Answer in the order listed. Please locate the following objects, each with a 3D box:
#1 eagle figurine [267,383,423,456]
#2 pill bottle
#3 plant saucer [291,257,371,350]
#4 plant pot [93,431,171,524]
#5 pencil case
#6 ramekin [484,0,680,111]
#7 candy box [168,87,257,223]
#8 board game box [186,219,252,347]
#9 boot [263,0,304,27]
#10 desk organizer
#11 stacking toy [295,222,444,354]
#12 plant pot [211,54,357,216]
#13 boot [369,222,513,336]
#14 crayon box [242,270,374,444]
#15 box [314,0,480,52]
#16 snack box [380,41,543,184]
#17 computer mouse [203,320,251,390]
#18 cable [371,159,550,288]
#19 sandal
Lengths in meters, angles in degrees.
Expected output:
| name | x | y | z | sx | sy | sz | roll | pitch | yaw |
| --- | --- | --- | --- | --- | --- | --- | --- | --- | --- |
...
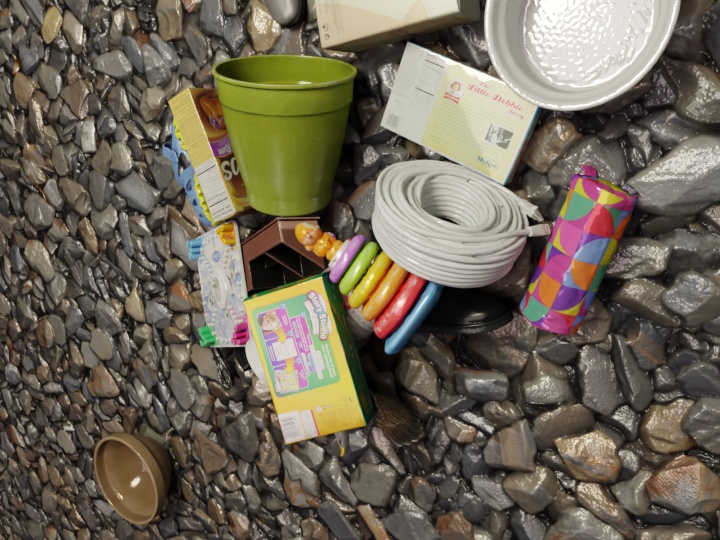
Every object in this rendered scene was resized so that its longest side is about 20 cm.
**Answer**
| name | x | y | z | sx | sy | sz | roll | pitch | yaw |
| --- | --- | --- | --- | --- | --- | --- | --- | --- | --- |
| eagle figurine | -0.015 | 0.209 | 0.900 | 0.197 | 0.151 | 0.154 | -19 | 95 | 31 |
| pill bottle | -0.068 | 0.084 | 0.856 | 0.199 | 0.114 | 0.115 | -38 | 83 | 14 |
| plant saucer | -0.067 | 0.053 | 0.951 | 0.197 | 0.050 | 0.204 | 9 | 108 | 28 |
| plant pot | -0.480 | 0.437 | 1.267 | 0.198 | 0.092 | 0.205 | 8 | 106 | 29 |
| pencil case | 0.268 | -0.021 | 0.719 | 0.087 | 0.088 | 0.203 | 26 | 112 | 21 |
| ramekin | 0.248 | -0.285 | 0.649 | 0.197 | 0.097 | 0.205 | 9 | 108 | 28 |
| candy box | -0.216 | -0.187 | 0.934 | 0.056 | 0.116 | 0.203 | -17 | 95 | 32 |
| board game box | -0.246 | 0.031 | 0.995 | 0.199 | 0.025 | 0.204 | -11 | 87 | 55 |
| boot | -0.160 | -0.448 | 0.822 | 0.069 | 0.131 | 0.203 | -21 | 92 | 31 |
| desk organizer | -0.135 | -0.017 | 0.907 | 0.199 | 0.071 | 0.079 | -22 | 75 | 54 |
| stacking toy | 0.000 | 0.000 | 0.737 | 0.199 | 0.116 | 0.111 | 37 | 99 | 0 |
| plant pot | -0.104 | -0.191 | 0.839 | 0.197 | 0.200 | 0.196 | 17 | 123 | 25 |
| boot | 0.108 | -0.001 | 0.817 | 0.197 | 0.076 | 0.172 | -2 | 106 | 37 |
| crayon box | -0.067 | 0.115 | 0.770 | 0.117 | 0.058 | 0.204 | -16 | 92 | 14 |
| box | 0.047 | -0.346 | 0.753 | 0.197 | 0.095 | 0.079 | -1 | 104 | 32 |
| snack box | 0.132 | -0.210 | 0.771 | 0.198 | 0.037 | 0.118 | 31 | 117 | 20 |
| computer mouse | -0.211 | 0.115 | 1.059 | 0.199 | 0.046 | 0.142 | -39 | 71 | 32 |
| cable | 0.111 | -0.065 | 0.732 | 0.200 | 0.198 | 0.070 | 47 | 141 | 32 |
| sandal | -0.287 | -0.169 | 1.009 | 0.086 | 0.079 | 0.203 | -24 | 82 | 36 |
